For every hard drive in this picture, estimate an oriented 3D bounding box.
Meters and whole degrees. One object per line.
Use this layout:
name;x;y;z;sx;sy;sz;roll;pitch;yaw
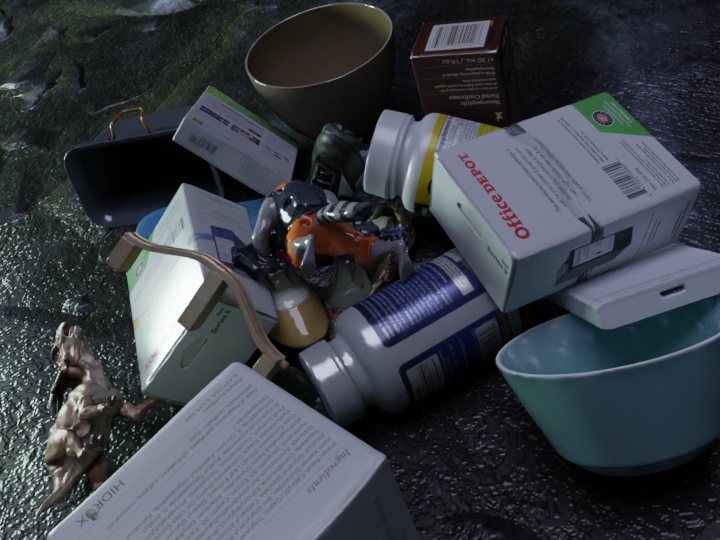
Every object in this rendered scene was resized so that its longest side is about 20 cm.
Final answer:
hard drive;0.251;0.007;0.824;0.132;0.027;0.200;-18;8;-2

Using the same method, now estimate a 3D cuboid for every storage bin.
storage bin;-0.280;-0.162;1.203;0.200;0.146;0.134;-9;34;11

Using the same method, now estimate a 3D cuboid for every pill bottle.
pill bottle;0.046;0.067;0.857;0.200;0.111;0.111;-29;43;-11
pill bottle;0.112;-0.108;0.971;0.200;0.114;0.114;15;50;8

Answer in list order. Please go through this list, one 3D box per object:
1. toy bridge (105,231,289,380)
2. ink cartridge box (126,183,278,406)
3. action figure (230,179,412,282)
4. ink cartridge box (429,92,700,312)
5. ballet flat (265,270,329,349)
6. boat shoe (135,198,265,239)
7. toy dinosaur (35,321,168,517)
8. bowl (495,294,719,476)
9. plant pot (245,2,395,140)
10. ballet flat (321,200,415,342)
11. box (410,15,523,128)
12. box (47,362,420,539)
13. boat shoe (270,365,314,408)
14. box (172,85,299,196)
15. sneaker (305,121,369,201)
toy bridge;-0.143;0.026;0.819;0.200;0.027;0.067;38;102;11
ink cartridge box;-0.177;0.027;0.952;0.145;0.087;0.200;-52;35;23
action figure;-0.022;-0.048;0.889;0.200;0.105;0.193;-12;26;-27
ink cartridge box;0.183;-0.068;0.824;0.200;0.084;0.146;-20;55;-16
ballet flat;-0.091;0.019;0.961;0.069;0.063;0.200;-26;30;-11
boat shoe;-0.174;-0.037;1.081;0.200;0.069;0.084;0;59;13
toy dinosaur;-0.290;0.162;0.910;0.135;0.086;0.200;0;58;30
bowl;0.222;0.098;0.734;0.200;0.105;0.201;-16;9;3
plant pot;-0.040;-0.250;1.196;0.200;0.135;0.201;-10;43;9
ballet flat;0.000;0.000;0.978;0.075;0.064;0.200;6;49;26
box;0.129;-0.185;1.019;0.100;0.200;0.075;1;48;22
box;-0.080;0.223;0.677;0.171;0.199;0.200;27;59;38
boat shoe;-0.116;0.181;0.838;0.074;0.076;0.200;-6;45;56
box;-0.149;-0.162;1.106;0.036;0.144;0.200;-54;13;19
sneaker;-0.037;-0.099;1.025;0.066;0.200;0.091;32;75;3
